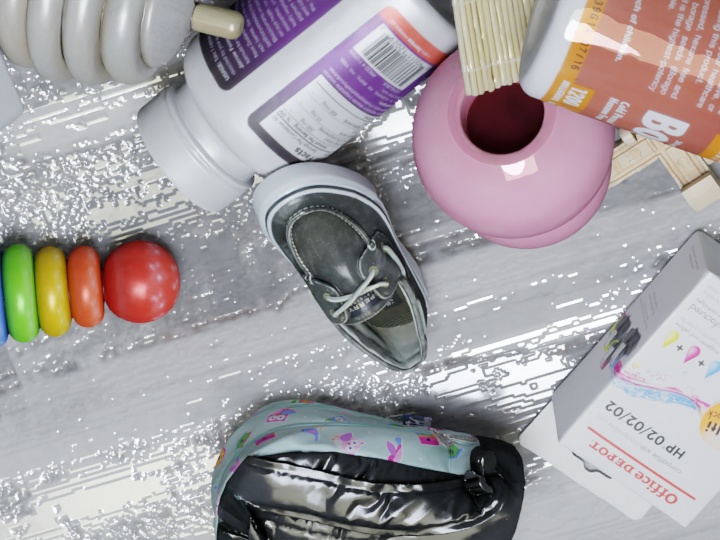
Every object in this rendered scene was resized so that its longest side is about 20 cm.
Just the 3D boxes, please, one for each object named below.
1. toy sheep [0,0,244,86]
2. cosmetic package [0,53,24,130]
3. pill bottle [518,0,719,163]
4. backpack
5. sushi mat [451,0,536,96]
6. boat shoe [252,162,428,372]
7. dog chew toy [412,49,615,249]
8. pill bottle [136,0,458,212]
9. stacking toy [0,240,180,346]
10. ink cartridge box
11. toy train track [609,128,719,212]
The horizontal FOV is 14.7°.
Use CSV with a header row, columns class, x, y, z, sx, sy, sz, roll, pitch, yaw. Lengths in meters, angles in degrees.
class,x,y,z,sx,sy,sz,roll,pitch,yaw
toy sheep,-0.165,-0.177,1.696,0.199,0.138,0.139,18,117,15
cosmetic package,-0.343,-0.118,1.654,0.166,0.200,0.168,5,125,44
pill bottle,0.197,-0.120,1.562,0.199,0.112,0.113,19,115,-5
backpack,-0.003,0.168,1.872,0.199,0.127,0.168,12,104,-6
sushi mat,0.089,-0.202,1.589,0.095,0.012,0.201,-18,117,-17
boat shoe,0.000,0.000,1.771,0.072,0.071,0.200,-29,144,14
dog chew toy,0.102,-0.069,1.731,0.124,0.200,0.125,-3,76,11
pill bottle,-0.039,-0.127,1.732,0.200,0.112,0.111,-37,111,17
stacking toy,-0.217,0.014,1.827,0.199,0.085,0.086,-5,117,-6
ink cartridge box,0.208,0.088,1.865,0.115,0.068,0.200,33,112,-16
toy train track,0.172,-0.114,1.784,0.114,0.033,0.200,-33,111,15
